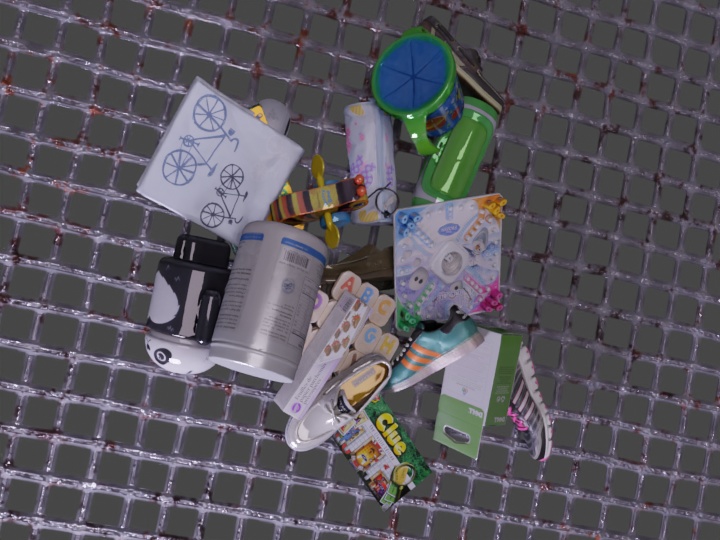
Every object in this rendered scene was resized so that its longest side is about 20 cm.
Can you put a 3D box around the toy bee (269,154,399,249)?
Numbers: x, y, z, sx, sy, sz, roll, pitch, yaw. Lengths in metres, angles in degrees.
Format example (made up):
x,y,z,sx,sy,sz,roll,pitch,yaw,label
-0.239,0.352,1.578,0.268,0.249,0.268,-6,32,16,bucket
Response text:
x,y,z,sx,sy,sz,roll,pitch,yaw,label
-0.034,-0.113,1.204,0.198,0.109,0.132,-33,85,-17,toy bee

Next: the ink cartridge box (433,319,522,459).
x,y,z,sx,sy,sz,roll,pitch,yaw,label
0.187,0.188,1.327,0.059,0.103,0.204,6,96,-42,ink cartridge box

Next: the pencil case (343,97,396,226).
x,y,z,sx,sy,sz,roll,pitch,yaw,label
0.018,-0.170,1.325,0.081,0.091,0.205,-4,88,-6,pencil case

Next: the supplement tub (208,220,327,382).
x,y,z,sx,sy,sz,roll,pitch,yaw,label
-0.129,0.044,1.166,0.130,0.132,0.204,17,76,-10,supplement tub

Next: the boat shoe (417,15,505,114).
x,y,z,sx,sy,sz,roll,pitch,yaw,label
0.170,-0.344,1.369,0.200,0.072,0.066,40,87,-3,boat shoe

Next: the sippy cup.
x,y,z,sx,sy,sz,roll,pitch,yaw,label
0.101,-0.278,1.288,0.138,0.130,0.180,30,89,28,sippy cup

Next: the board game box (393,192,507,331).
x,y,z,sx,sy,sz,roll,pitch,yaw,label
0.147,-0.011,1.324,0.196,0.026,0.204,-11,112,-22,board game box

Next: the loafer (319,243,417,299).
x,y,z,sx,sy,sz,roll,pitch,yaw,label
0.000,0.000,1.322,0.197,0.076,0.068,-6,63,-29,loafer

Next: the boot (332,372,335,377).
x,y,z,sx,sy,sz,roll,pitch,yaw,label
-0.094,0.068,1.315,0.184,0.064,0.204,22,76,-20,boot

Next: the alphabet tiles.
x,y,z,sx,sy,sz,roll,pitch,yaw,label
-0.029,0.110,1.275,0.199,0.015,0.198,33,87,-33,alphabet tiles

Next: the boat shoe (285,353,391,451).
x,y,z,sx,sy,sz,roll,pitch,yaw,label
-0.031,0.201,1.245,0.199,0.070,0.071,-36,94,-8,boat shoe

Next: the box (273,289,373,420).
x,y,z,sx,sy,sz,roll,pitch,yaw,label
-0.055,0.126,1.233,0.038,0.041,0.202,34,88,-35,box

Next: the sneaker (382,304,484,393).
x,y,z,sx,sy,sz,roll,pitch,yaw,label
0.100,0.124,1.310,0.198,0.071,0.081,-33,88,26,sneaker

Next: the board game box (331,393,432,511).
x,y,z,sx,sy,sz,roll,pitch,yaw,label
0.025,0.281,1.323,0.104,0.023,0.202,-37,109,-10,board game box

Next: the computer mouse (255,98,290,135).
x,y,z,sx,sy,sz,roll,pitch,yaw,label
-0.171,-0.183,1.312,0.108,0.044,0.203,22,85,-9,computer mouse

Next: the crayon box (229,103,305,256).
x,y,z,sx,sy,sz,roll,pitch,yaw,label
-0.174,-0.137,1.265,0.117,0.058,0.203,-22,99,-9,crayon box

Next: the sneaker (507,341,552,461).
x,y,z,sx,sy,sz,roll,pitch,yaw,label
0.256,0.222,1.369,0.086,0.074,0.204,-15,86,-11,sneaker

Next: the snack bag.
x,y,z,sx,sy,sz,roll,pitch,yaw,label
-0.201,-0.153,1.217,0.198,0.021,0.191,29,89,-16,snack bag

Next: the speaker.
x,y,z,sx,sy,sz,roll,pitch,yaw,label
0.154,-0.179,1.354,0.087,0.088,0.203,25,84,-9,speaker

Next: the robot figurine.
x,y,z,sx,sy,sz,roll,pitch,yaw,label
-0.252,0.051,1.223,0.122,0.150,0.204,11,90,7,robot figurine
